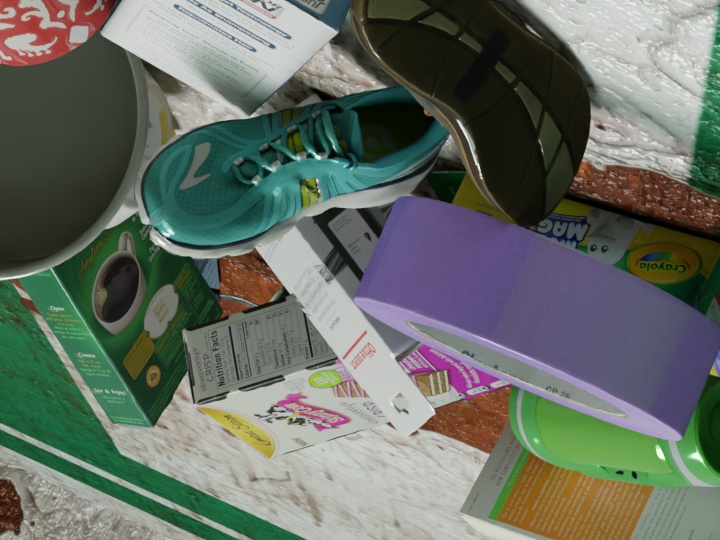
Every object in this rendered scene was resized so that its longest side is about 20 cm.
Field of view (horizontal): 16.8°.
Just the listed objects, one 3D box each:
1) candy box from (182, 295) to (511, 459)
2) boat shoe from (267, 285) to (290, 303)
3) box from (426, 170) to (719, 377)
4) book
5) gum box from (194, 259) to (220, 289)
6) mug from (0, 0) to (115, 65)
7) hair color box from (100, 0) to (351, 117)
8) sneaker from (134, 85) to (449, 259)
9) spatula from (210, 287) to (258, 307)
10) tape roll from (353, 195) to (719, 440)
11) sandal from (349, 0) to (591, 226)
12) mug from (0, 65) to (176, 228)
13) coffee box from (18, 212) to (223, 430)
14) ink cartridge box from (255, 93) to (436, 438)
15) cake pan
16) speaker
[{"bbox_3d":[-0.003,0.059,1.664,0.200,0.061,0.136,-17,155,16],"label":"candy box"},{"bbox_3d":[-0.015,0.007,1.699,0.071,0.064,0.200,5,152,-31],"label":"boat shoe"},{"bbox_3d":[0.135,-0.001,1.485,0.200,0.048,0.117,20,163,29],"label":"box"},{"bbox_3d":[0.186,0.149,1.730,0.200,0.134,0.048,15,161,39],"label":"book"},{"bbox_3d":[-0.198,-0.033,1.924,0.170,0.045,0.200,25,164,5],"label":"gum box"},{"bbox_3d":[-0.207,-0.213,1.270,0.133,0.178,0.200,-15,159,9],"label":"mug"},{"bbox_3d":[-0.067,-0.150,1.295,0.100,0.061,0.200,29,165,-10],"label":"hair color box"},{"bbox_3d":[-0.034,-0.066,1.352,0.078,0.200,0.080,65,152,8],"label":"sneaker"},{"bbox_3d":[-0.095,0.027,1.885,0.200,0.021,0.057,9,164,-2],"label":"spatula"},{"bbox_3d":[0.099,0.028,1.366,0.200,0.066,0.200,24,174,3],"label":"tape roll"},{"bbox_3d":[0.052,-0.098,1.248,0.200,0.082,0.055,38,177,-41],"label":"sandal"},{"bbox_3d":[-0.200,-0.101,1.600,0.153,0.187,0.150,10,126,24],"label":"mug"},{"bbox_3d":[-0.179,0.005,1.765,0.044,0.123,0.200,4,139,34],"label":"coffee box"},{"bbox_3d":[0.000,0.000,1.518,0.200,0.068,0.116,53,166,4],"label":"ink cartridge box"},{"bbox_3d":[-0.219,-0.093,1.503,0.200,0.201,0.037,22,-176,15],"label":"cake pan"},{"bbox_3d":[0.188,0.098,1.646,0.088,0.089,0.200,35,163,-29],"label":"speaker"}]
